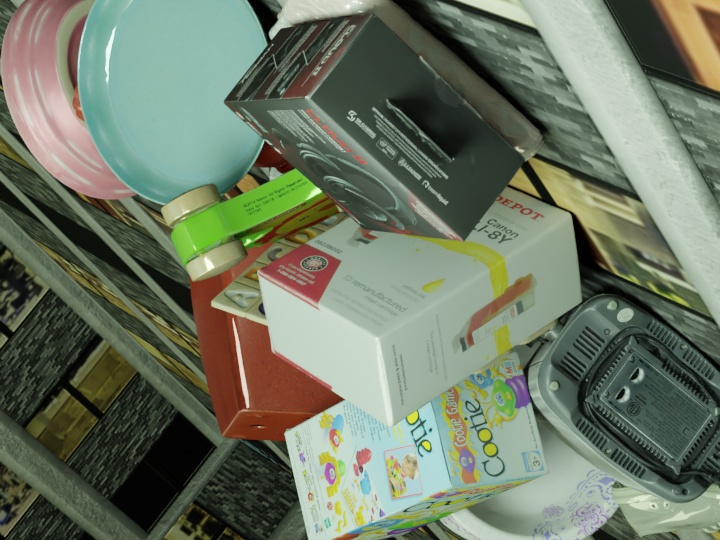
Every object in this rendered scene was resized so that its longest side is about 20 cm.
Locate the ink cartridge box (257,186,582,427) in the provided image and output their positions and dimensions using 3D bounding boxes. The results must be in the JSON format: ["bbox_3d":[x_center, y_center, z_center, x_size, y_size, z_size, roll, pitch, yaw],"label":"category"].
[{"bbox_3d":[0.046,0.011,1.420,0.145,0.199,0.084,27,138,44],"label":"ink cartridge box"}]

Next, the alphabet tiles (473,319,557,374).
[{"bbox_3d":[0.055,0.021,1.494,0.200,0.195,0.015,28,138,42],"label":"alphabet tiles"}]

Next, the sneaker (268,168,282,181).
[{"bbox_3d":[-0.025,-0.055,1.730,0.086,0.075,0.200,28,166,18],"label":"sneaker"}]

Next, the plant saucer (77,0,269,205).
[{"bbox_3d":[-0.144,-0.152,1.518,0.200,0.201,0.027,33,-155,26],"label":"plant saucer"}]

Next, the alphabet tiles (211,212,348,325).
[{"bbox_3d":[0.000,0.000,1.560,0.166,0.200,0.008,17,129,24],"label":"alphabet tiles"}]

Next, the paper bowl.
[{"bbox_3d":[0.138,0.146,1.667,0.200,0.201,0.104,39,168,-6],"label":"paper bowl"}]

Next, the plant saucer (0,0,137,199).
[{"bbox_3d":[-0.228,-0.165,1.692,0.051,0.201,0.201,-18,129,39],"label":"plant saucer"}]

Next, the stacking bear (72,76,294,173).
[{"bbox_3d":[-0.126,-0.147,1.584,0.199,0.122,0.113,28,-162,33],"label":"stacking bear"}]

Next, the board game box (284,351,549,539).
[{"bbox_3d":[0.042,0.146,1.528,0.103,0.105,0.200,-2,162,-37],"label":"board game box"}]

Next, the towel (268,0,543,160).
[{"bbox_3d":[0.026,-0.137,1.355,0.200,0.032,0.191,39,168,-6],"label":"towel"}]

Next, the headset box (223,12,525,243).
[{"bbox_3d":[0.009,-0.096,1.295,0.149,0.077,0.200,41,170,-20],"label":"headset box"}]

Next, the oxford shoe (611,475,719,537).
[{"bbox_3d":[0.294,0.184,1.554,0.199,0.075,0.058,-16,100,47],"label":"oxford shoe"}]

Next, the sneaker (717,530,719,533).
[{"bbox_3d":[0.340,0.198,1.619,0.090,0.067,0.200,30,170,-26],"label":"sneaker"}]

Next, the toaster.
[{"bbox_3d":[0.218,0.107,1.509,0.200,0.114,0.129,37,172,-5],"label":"toaster"}]

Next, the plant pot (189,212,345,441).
[{"bbox_3d":[-0.051,0.058,1.715,0.199,0.177,0.200,4,164,-11],"label":"plant pot"}]

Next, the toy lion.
[{"bbox_3d":[-0.055,-0.054,1.512,0.069,0.199,0.192,64,174,4],"label":"toy lion"}]
